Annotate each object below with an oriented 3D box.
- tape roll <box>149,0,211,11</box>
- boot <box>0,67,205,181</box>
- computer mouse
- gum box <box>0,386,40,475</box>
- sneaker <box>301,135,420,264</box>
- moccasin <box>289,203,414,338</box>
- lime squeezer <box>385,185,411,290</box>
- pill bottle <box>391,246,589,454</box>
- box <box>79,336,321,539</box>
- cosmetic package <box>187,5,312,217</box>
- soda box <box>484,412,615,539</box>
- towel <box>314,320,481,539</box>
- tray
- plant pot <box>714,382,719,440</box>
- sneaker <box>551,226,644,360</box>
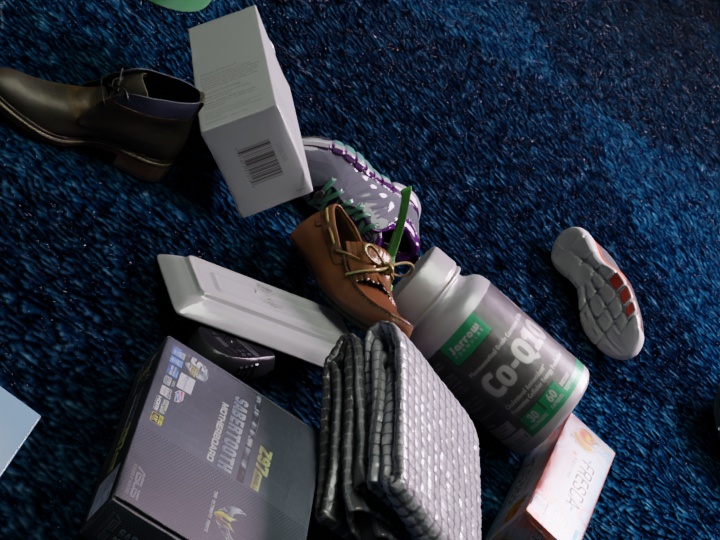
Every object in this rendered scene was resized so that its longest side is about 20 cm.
[{"bbox_3d":[-0.242,-0.383,1.648,0.200,0.048,0.201,31,32,-22],"label":"tape roll"},{"bbox_3d":[-0.239,-0.160,1.306,0.200,0.097,0.075,22,35,-34],"label":"boot"},{"bbox_3d":[-0.085,0.073,1.266,0.059,0.034,0.200,39,20,28],"label":"computer mouse"},{"bbox_3d":[-0.317,0.110,0.911,0.170,0.045,0.200,38,29,-10],"label":"gum box"},{"bbox_3d":[-0.008,-0.070,1.502,0.200,0.074,0.088,23,40,-33],"label":"sneaker"},{"bbox_3d":[0.001,0.001,1.362,0.074,0.078,0.201,40,9,-33],"label":"moccasin"},{"bbox_3d":[0.056,0.012,1.483,0.201,0.070,0.038,65,-4,-21],"label":"lime squeezer"},{"bbox_3d":[0.117,0.077,1.418,0.200,0.113,0.113,40,29,-4],"label":"pill bottle"},{"bbox_3d":[-0.113,0.159,1.091,0.157,0.051,0.200,36,30,-15],"label":"box"},{"bbox_3d":[-0.111,-0.161,1.425,0.200,0.081,0.113,-106,175,-53],"label":"cosmetic package"},{"bbox_3d":[0.179,0.215,1.357,0.064,0.068,0.200,43,30,0],"label":"soda box"},{"bbox_3d":[0.034,0.164,1.192,0.166,0.085,0.200,54,24,-36],"label":"towel"},{"bbox_3d":[-0.082,0.036,1.281,0.199,0.022,0.107,22,18,-27],"label":"tray"},{"bbox_3d":[0.510,0.171,1.726,0.134,0.201,0.201,-5,48,-19],"label":"plant pot"},{"bbox_3d":[0.306,0.029,1.757,0.082,0.077,0.200,24,34,-41],"label":"sneaker"}]
